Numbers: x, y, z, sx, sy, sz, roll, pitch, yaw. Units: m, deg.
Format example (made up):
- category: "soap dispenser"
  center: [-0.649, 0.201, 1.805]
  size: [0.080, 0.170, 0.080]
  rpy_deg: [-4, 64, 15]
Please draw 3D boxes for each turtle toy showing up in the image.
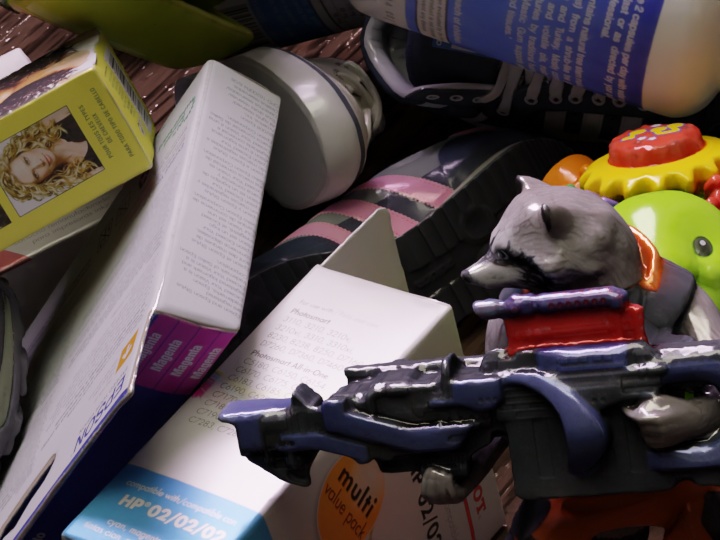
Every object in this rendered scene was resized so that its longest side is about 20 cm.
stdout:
- category: "turtle toy"
  center: [0.122, 0.001, 1.080]
  size: [0.145, 0.102, 0.200]
  rpy_deg: [-10, 17, 9]

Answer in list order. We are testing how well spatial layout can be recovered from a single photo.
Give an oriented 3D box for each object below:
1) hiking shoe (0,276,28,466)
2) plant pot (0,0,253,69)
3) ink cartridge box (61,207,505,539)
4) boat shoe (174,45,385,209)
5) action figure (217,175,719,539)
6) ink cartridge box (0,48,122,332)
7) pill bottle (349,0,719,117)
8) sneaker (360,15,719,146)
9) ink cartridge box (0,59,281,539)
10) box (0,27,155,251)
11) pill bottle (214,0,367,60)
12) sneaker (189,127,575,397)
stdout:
- category: "hiking shoe"
  center: [-0.204, 0.077, 1.088]
  size: [0.076, 0.100, 0.201]
  rpy_deg: [0, 61, 59]
- category: "plant pot"
  center: [-0.115, -0.202, 1.180]
  size: [0.198, 0.200, 0.182]
  rpy_deg: [32, 97, 24]
- category: "ink cartridge box"
  center: [-0.012, 0.082, 1.048]
  size: [0.068, 0.116, 0.200]
  rpy_deg: [16, 48, 34]
- category: "boat shoe"
  center: [-0.025, -0.071, 1.257]
  size: [0.069, 0.071, 0.200]
  rpy_deg: [-21, 8, -16]
- category: "action figure"
  center: [0.059, 0.057, 0.971]
  size: [0.199, 0.195, 0.105]
  rpy_deg: [2, 27, 13]
- category: "ink cartridge box"
  center: [-0.180, -0.029, 1.299]
  size: [0.116, 0.068, 0.200]
  rpy_deg: [-27, 38, -11]
- category: "pill bottle"
  center: [0.103, -0.128, 1.134]
  size: [0.199, 0.112, 0.112]
  rpy_deg: [20, 47, 11]
- category: "sneaker"
  center: [0.092, -0.094, 1.214]
  size: [0.199, 0.108, 0.071]
  rpy_deg: [3, 80, 40]
- category: "ink cartridge box"
  center: [-0.101, 0.048, 1.090]
  size: [0.043, 0.197, 0.201]
  rpy_deg: [26, 38, -15]
- category: "box"
  center: [-0.179, -0.022, 1.114]
  size: [0.199, 0.050, 0.075]
  rpy_deg: [-30, 17, 4]
- category: "pill bottle"
  center: [0.010, -0.172, 1.292]
  size: [0.199, 0.113, 0.113]
  rpy_deg: [-13, 36, 15]
- category: "sneaker"
  center: [0.000, 0.000, 1.205]
  size: [0.199, 0.071, 0.082]
  rpy_deg: [-26, 21, -17]
